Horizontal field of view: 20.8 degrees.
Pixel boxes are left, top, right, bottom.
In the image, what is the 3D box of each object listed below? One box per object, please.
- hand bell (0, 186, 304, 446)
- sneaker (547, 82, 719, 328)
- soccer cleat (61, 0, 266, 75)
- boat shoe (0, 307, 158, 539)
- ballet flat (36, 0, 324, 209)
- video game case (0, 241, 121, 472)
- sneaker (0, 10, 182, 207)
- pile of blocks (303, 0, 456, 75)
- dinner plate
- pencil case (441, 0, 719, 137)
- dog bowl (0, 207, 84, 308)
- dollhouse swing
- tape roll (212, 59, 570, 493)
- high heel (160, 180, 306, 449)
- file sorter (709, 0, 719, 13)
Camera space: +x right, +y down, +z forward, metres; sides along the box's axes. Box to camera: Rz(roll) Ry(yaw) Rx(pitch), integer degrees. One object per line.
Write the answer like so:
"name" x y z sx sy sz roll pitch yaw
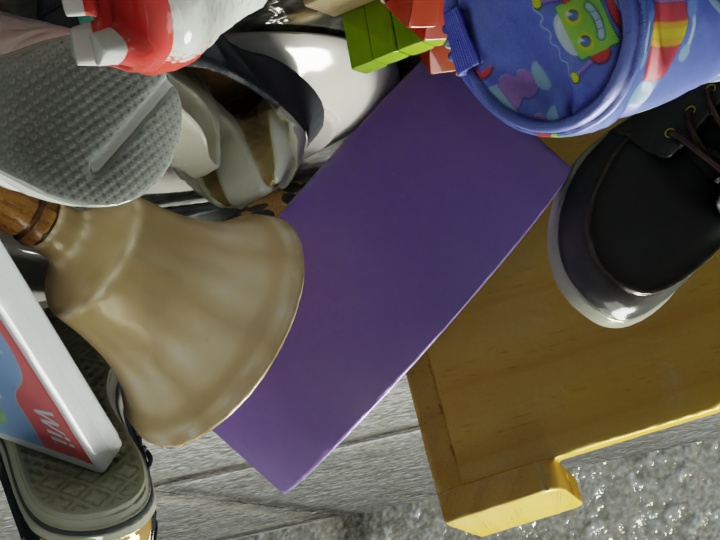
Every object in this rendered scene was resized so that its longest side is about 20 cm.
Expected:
"hand bell" -0.128 -0.024 0.736 0.200 0.104 0.104 35 142 -31
"sneaker" 0.162 -0.063 0.895 0.200 0.075 0.106 -50 -176 -34
"soccer cleat" -0.051 -0.102 0.590 0.085 0.069 0.200 -11 -167 -8
"boat shoe" -0.128 0.075 0.856 0.074 0.062 0.200 -9 -151 -13
"ballet flat" -0.066 -0.062 0.797 0.073 0.073 0.200 -14 159 19
"video game case" -0.200 0.010 0.773 0.200 0.017 0.143 15 148 27
"sneaker" -0.158 -0.063 0.625 0.200 0.071 0.080 15 -178 -40
"pile of blocks" 0.010 -0.107 0.732 0.082 0.062 0.200 -12 167 8
"dinner plate" -0.078 -0.067 0.930 0.200 0.024 0.200 -9 166 -2
"pencil case" 0.105 -0.098 0.707 0.087 0.078 0.200 -5 -171 37
"dog bowl" -0.198 -0.018 0.912 0.200 0.059 0.200 -1 167 0
"dollhouse swing" 0.110 0.019 1.056 0.176 0.200 0.182 -17 166 9
"tape roll" 0.000 0.000 0.899 0.200 0.085 0.200 -48 -179 2
"high heel" -0.053 0.018 1.014 0.142 0.200 0.071 -5 126 -5
"file sorter" 0.209 -0.118 0.570 0.123 0.139 0.200 -44 180 -22
